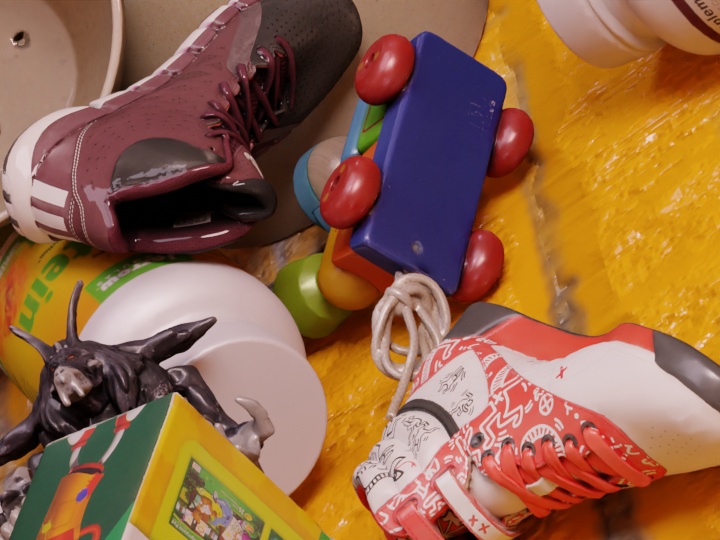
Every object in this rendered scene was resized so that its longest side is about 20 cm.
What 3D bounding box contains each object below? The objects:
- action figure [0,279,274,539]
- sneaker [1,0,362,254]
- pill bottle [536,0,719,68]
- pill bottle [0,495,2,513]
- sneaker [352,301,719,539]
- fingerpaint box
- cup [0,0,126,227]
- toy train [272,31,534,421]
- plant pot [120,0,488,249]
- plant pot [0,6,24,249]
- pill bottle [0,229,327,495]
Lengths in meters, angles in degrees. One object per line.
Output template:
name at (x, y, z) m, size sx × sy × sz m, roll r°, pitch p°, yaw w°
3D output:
action figure at (-0.083, 0.091, 1.200) m, size 0.119 × 0.200 × 0.102 m, roll -32°, pitch -11°, yaw -3°
sneaker at (-0.053, -0.058, 1.352) m, size 0.200 × 0.076 × 0.115 m, roll -35°, pitch 35°, yaw -25°
pill bottle at (0.172, -0.160, 1.279) m, size 0.200 × 0.113 × 0.113 m, roll -22°, pitch 36°, yaw 35°
pill bottle at (-0.187, 0.149, 1.344) m, size 0.111 × 0.111 × 0.200 m, roll -50°, pitch 28°, yaw -9°
sneaker at (0.072, 0.076, 1.151) m, size 0.108 × 0.067 × 0.201 m, roll -53°, pitch 26°, yaw -14°
fingerpaint box at (-0.045, 0.172, 1.035) m, size 0.073 × 0.200 × 0.167 m, roll -22°, pitch 36°, yaw 37°
cup at (-0.200, -0.103, 1.459) m, size 0.200 × 0.200 × 0.143 m, roll -44°, pitch -9°, yaw 0°
toy train at (0.000, 0.000, 1.342) m, size 0.116 × 0.085 × 0.200 m, roll -35°, pitch 32°, yaw 49°
plant pot at (-0.054, -0.130, 1.512) m, size 0.200 × 0.134 × 0.201 m, roll -31°, pitch 31°, yaw 22°
plant pot at (-0.227, -0.042, 1.606) m, size 0.187 × 0.187 × 0.200 m, roll 0°, pitch 65°, yaw 52°
pill bottle at (-0.090, 0.040, 1.359) m, size 0.111 × 0.111 × 0.200 m, roll -47°, pitch 29°, yaw -5°
